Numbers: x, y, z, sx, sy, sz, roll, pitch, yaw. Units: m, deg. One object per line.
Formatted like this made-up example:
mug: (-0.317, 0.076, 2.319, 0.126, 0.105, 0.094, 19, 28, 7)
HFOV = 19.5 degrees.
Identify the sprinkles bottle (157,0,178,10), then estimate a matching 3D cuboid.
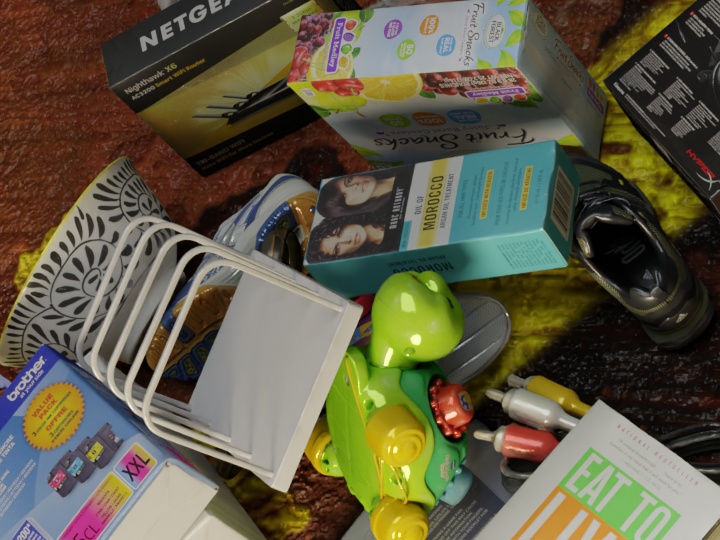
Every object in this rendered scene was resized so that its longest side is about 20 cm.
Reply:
sprinkles bottle: (-0.179, -0.308, 1.936, 0.068, 0.068, 0.201, -34, 52, 9)

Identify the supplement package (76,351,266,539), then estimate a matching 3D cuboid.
supplement package: (-0.175, 0.185, 1.630, 0.120, 0.121, 0.200, -43, 51, 2)

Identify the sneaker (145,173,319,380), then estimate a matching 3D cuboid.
sneaker: (-0.102, 0.006, 1.732, 0.200, 0.075, 0.088, -44, 29, 5)

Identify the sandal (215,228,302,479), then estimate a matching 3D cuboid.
sandal: (-0.091, 0.063, 1.653, 0.054, 0.082, 0.202, 9, 87, 13)

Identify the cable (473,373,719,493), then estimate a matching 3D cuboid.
cable: (0.176, 0.123, 1.485, 0.198, 0.051, 0.097, 7, 40, 28)

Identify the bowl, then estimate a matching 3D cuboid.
bowl: (-0.205, 0.016, 1.730, 0.094, 0.201, 0.202, 31, 81, 3)

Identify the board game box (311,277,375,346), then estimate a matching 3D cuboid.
board game box: (0.000, 0.000, 1.628, 0.157, 0.039, 0.201, -20, 30, 33)

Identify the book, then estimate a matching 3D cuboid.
book: (0.146, 0.201, 1.422, 0.133, 0.048, 0.200, 36, 80, 34)

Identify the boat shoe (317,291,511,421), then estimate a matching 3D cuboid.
boat shoe: (0.022, 0.072, 1.616, 0.199, 0.072, 0.062, -27, 9, 1)

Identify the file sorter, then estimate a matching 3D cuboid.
file sorter: (-0.111, 0.049, 1.512, 0.140, 0.124, 0.200, -66, 25, 1)

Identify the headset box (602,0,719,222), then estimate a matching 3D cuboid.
headset box: (0.306, -0.146, 1.564, 0.200, 0.077, 0.149, -40, 52, 4)

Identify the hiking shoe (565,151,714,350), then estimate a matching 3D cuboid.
hiking shoe: (0.186, -0.035, 1.557, 0.076, 0.101, 0.200, -41, 52, 1)

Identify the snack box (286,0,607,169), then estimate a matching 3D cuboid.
snack box: (0.071, -0.141, 1.638, 0.198, 0.169, 0.068, 0, 68, 29)

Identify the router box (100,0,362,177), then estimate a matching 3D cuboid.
router box: (-0.092, -0.176, 1.758, 0.199, 0.157, 0.053, -27, 54, 15)

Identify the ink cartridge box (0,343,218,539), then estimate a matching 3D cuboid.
ink cartridge box: (-0.221, 0.151, 1.552, 0.200, 0.076, 0.137, 36, 85, 39)

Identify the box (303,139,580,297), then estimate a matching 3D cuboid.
box: (0.059, -0.037, 1.546, 0.198, 0.049, 0.083, -9, 53, 28)

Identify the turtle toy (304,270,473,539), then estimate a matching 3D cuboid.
turtle toy: (0.028, 0.094, 1.498, 0.100, 0.202, 0.146, -17, 34, -23)

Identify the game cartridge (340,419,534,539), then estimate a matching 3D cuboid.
game cartridge: (0.053, 0.213, 1.540, 0.200, 0.041, 0.133, -47, 55, -1)
